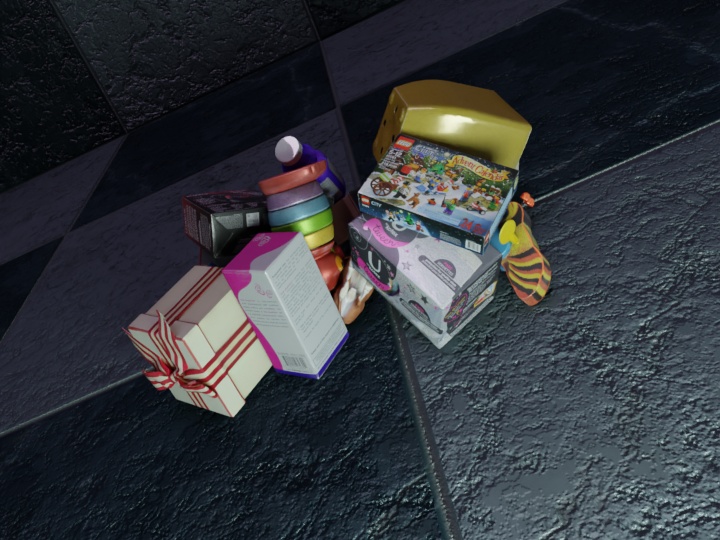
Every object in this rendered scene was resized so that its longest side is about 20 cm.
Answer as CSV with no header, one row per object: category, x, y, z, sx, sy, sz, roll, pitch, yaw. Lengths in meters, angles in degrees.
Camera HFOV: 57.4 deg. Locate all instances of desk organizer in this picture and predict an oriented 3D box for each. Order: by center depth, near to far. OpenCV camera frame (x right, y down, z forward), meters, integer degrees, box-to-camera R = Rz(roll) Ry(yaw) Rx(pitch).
desk organizer,0.005,-0.118,1.266,0.076,0.073,0.200,-31,3,28

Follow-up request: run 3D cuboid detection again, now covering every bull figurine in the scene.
bull figurine,0.000,0.000,1.123,0.063,0.123,0.203,21,47,-5

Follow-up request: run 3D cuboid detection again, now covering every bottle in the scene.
bottle,-0.092,-0.176,1.184,0.081,0.200,0.067,-18,69,14

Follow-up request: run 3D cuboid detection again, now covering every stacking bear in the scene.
stacking bear,-0.085,-0.061,1.069,0.110,0.206,0.122,-15,11,10

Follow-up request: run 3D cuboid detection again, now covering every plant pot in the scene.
plant pot,0.132,-0.208,1.099,0.194,0.200,0.196,13,27,-18

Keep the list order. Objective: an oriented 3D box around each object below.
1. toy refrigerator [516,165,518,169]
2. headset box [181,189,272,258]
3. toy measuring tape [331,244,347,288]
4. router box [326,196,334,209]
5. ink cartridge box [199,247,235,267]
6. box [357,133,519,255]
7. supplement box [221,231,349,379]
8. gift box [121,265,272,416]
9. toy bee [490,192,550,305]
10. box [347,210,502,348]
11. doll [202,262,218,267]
toy refrigerator,0.203,-0.204,1.270,0.074,0.073,0.197,-5,12,-42
headset box,-0.225,-0.091,1.169,0.145,0.078,0.198,-10,20,-30
toy measuring tape,-0.071,-0.033,1.249,0.072,0.075,0.201,-28,30,-4
router box,-0.129,-0.055,1.212,0.198,0.061,0.155,-3,78,57
ink cartridge box,-0.276,-0.048,1.341,0.083,0.152,0.202,6,31,-6
box,0.111,-0.114,0.941,0.195,0.038,0.138,21,57,21
supplement box,-0.112,0.053,1.016,0.099,0.204,0.104,2,39,38
gift box,-0.259,0.104,1.063,0.181,0.203,0.188,-2,38,43
toy bee,0.224,-0.057,0.969,0.109,0.201,0.130,-43,-16,15
box,0.090,-0.014,0.970,0.131,0.116,0.199,-37,60,-20
doll,-0.263,0.057,1.208,0.198,0.139,0.048,-33,-2,35
